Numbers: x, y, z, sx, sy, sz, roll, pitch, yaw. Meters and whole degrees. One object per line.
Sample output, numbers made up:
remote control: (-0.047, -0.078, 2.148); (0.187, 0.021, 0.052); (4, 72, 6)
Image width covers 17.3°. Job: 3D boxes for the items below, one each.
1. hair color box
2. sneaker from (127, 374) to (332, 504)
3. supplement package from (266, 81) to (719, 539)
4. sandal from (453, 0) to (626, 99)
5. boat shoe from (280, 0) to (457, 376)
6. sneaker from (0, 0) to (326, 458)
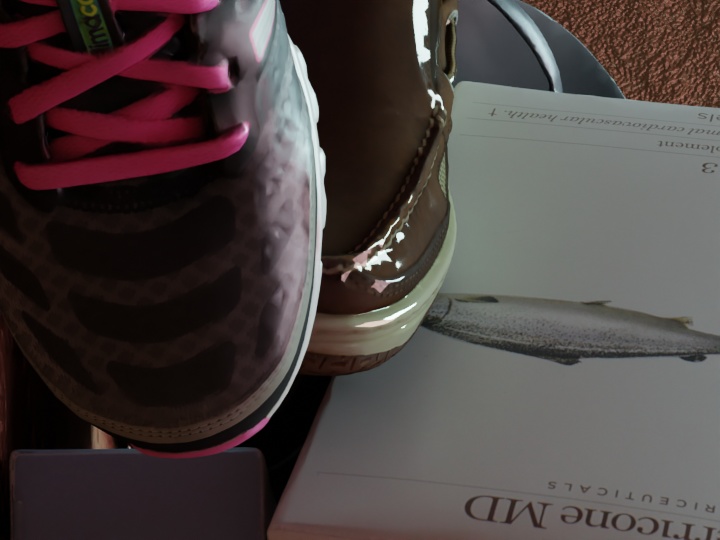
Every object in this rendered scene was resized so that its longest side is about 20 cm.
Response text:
hair color box: (-0.049, 0.110, 0.612); (0.200, 0.060, 0.099); (88, 1, -77)
sneaker: (-0.014, 0.033, 0.651); (0.076, 0.087, 0.200); (-61, -172, -6)
supplement package: (0.060, 0.053, 0.596); (0.200, 0.116, 0.118); (-67, 160, -53)
sandal: (0.017, -0.080, 0.808); (0.076, 0.200, 0.043); (-61, -156, -10)
boat shoe: (-0.011, -0.051, 0.573); (0.203, 0.074, 0.075); (-87, -175, -62)
sneaker: (-0.048, -0.058, 0.405); (0.087, 0.073, 0.201); (-96, 179, -78)
